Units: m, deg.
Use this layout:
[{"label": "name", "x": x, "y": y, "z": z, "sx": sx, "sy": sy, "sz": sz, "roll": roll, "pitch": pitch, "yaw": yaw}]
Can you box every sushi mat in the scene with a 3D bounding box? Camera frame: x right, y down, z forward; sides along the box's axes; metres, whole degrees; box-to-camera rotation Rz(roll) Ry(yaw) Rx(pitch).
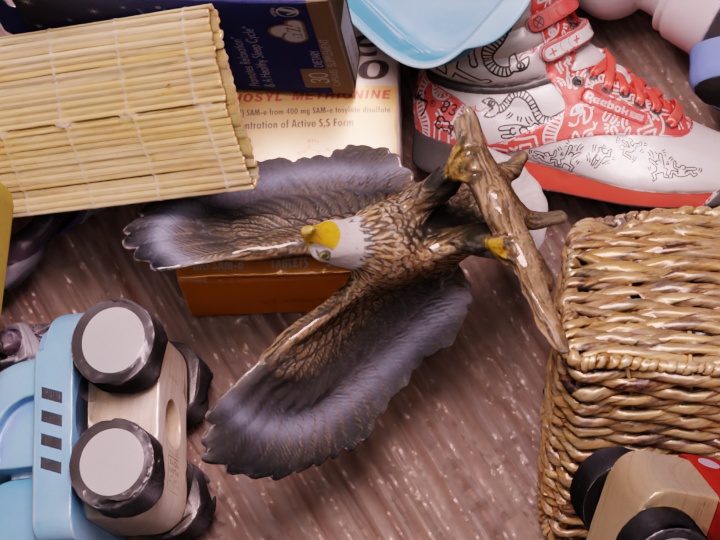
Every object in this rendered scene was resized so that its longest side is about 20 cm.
[{"label": "sushi mat", "x": -0.149, "y": -0.078, "z": 1.105, "sx": 0.199, "sy": 0.012, "sz": 0.096, "roll": -5, "pitch": 107, "yaw": 27}]

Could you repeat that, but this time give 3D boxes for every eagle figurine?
[{"label": "eagle figurine", "x": -0.005, "y": -0.003, "z": 1.090, "sx": 0.199, "sy": 0.151, "sz": 0.152, "roll": -27, "pitch": 39, "yaw": 28}]

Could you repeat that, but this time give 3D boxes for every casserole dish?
[{"label": "casserole dish", "x": 0.024, "y": -0.193, "z": 1.152, "sx": 0.121, "sy": 0.039, "sz": 0.200, "roll": -48, "pitch": 67, "yaw": 12}]

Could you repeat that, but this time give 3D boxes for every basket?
[{"label": "basket", "x": 0.197, "y": 0.062, "z": 1.149, "sx": 0.198, "sy": 0.150, "sz": 0.143, "roll": 4, "pitch": 40, "yaw": 4}]

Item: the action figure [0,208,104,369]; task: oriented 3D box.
[{"label": "action figure", "x": -0.207, "y": -0.005, "z": 1.190, "sx": 0.130, "sy": 0.069, "sz": 0.200, "roll": 39, "pitch": 91, "yaw": 7}]

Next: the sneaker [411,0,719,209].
[{"label": "sneaker", "x": 0.129, "y": -0.099, "z": 1.176, "sx": 0.200, "sy": 0.067, "sz": 0.109, "roll": 7, "pitch": 111, "yaw": 8}]

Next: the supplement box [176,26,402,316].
[{"label": "supplement box", "x": -0.038, "y": -0.081, "z": 1.199, "sx": 0.125, "sy": 0.074, "sz": 0.202, "roll": -2, "pitch": 73, "yaw": 2}]

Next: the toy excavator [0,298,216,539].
[{"label": "toy excavator", "x": -0.186, "y": 0.123, "z": 1.144, "sx": 0.198, "sy": 0.100, "sz": 0.196, "roll": -6, "pitch": 71, "yaw": 15}]

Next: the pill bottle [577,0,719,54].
[{"label": "pill bottle", "x": 0.134, "y": -0.212, "z": 1.206, "sx": 0.199, "sy": 0.120, "sz": 0.120, "roll": 37, "pitch": 78, "yaw": 12}]

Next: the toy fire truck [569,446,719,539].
[{"label": "toy fire truck", "x": 0.196, "y": 0.199, "z": 1.069, "sx": 0.198, "sy": 0.129, "sz": 0.177, "roll": 12, "pitch": 106, "yaw": -17}]

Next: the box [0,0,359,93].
[{"label": "box", "x": -0.105, "y": -0.131, "z": 1.117, "sx": 0.198, "sy": 0.121, "sz": 0.033, "roll": 4, "pitch": 73, "yaw": 8}]

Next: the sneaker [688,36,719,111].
[{"label": "sneaker", "x": 0.269, "y": -0.067, "z": 1.166, "sx": 0.198, "sy": 0.070, "sz": 0.078, "roll": 16, "pitch": 71, "yaw": -6}]

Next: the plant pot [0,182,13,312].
[{"label": "plant pot", "x": -0.288, "y": 0.011, "z": 1.078, "sx": 0.199, "sy": 0.176, "sz": 0.202, "roll": 7, "pitch": 90, "yaw": 33}]
